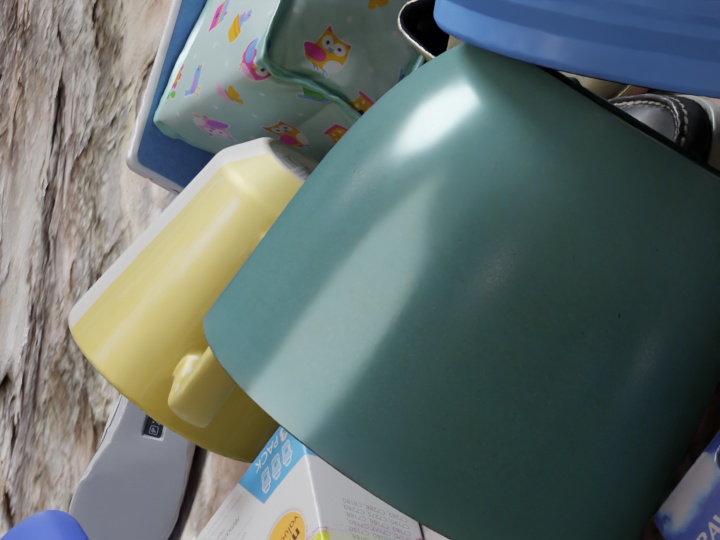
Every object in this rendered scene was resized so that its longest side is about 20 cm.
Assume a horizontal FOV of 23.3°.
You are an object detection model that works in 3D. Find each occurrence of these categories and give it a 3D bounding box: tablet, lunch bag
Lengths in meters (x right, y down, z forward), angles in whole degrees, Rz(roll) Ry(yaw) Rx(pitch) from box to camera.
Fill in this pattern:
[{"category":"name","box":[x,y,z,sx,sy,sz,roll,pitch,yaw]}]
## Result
[{"category":"tablet","box":[-0.084,-0.138,1.171,0.014,0.130,0.200,1,71,43]},{"category":"lunch bag","box":[-0.026,-0.170,1.091,0.170,0.122,0.200,-15,50,60]}]

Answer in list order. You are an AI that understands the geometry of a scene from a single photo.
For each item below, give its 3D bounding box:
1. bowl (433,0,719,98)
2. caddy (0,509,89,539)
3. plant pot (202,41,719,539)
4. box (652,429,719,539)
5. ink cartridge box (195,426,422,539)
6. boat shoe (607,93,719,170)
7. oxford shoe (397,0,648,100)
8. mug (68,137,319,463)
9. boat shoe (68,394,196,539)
[{"category":"bowl","box":[0.122,-0.099,0.665,0.201,0.200,0.039,-139,53,-63]},{"category":"caddy","box":[-0.174,0.243,1.043,0.200,0.141,0.105,-65,21,10]},{"category":"plant pot","box":[0.062,0.003,0.706,0.161,0.200,0.201,-59,27,10]},{"category":"box","box":[0.176,0.109,0.565,0.122,0.048,0.200,-57,28,22]},{"category":"ink cartridge box","box":[-0.020,0.180,0.872,0.115,0.068,0.200,-55,29,27]},{"category":"boat shoe","box":[0.092,-0.049,0.834,0.200,0.060,0.074,-6,66,62]},{"category":"oxford shoe","box":[0.084,-0.116,0.885,0.200,0.074,0.071,3,74,63]},{"category":"mug","box":[-0.058,0.017,1.008,0.153,0.149,0.187,-53,41,12]},{"category":"boat shoe","box":[-0.143,0.115,1.180,0.070,0.071,0.200,92,-168,-85]}]
